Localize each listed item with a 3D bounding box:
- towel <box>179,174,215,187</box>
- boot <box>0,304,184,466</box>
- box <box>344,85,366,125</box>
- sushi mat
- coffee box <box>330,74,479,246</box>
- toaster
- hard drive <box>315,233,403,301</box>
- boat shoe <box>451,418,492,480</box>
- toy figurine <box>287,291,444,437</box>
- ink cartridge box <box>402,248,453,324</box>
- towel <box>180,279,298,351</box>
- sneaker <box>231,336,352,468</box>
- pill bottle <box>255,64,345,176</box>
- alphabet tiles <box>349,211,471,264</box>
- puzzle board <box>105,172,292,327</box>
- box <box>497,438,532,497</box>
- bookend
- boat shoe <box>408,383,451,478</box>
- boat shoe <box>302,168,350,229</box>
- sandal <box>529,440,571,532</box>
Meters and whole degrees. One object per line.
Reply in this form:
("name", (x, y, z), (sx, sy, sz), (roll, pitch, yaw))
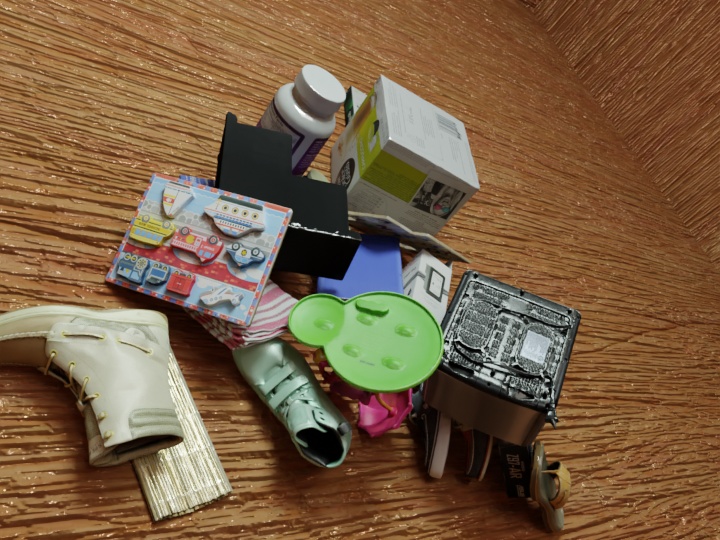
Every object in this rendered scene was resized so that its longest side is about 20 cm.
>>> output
("towel", (-0.168, -0.089, 0.984), (0.197, 0.024, 0.146), (4, 43, -26))
("boot", (-0.283, 0.118, 0.659), (0.197, 0.072, 0.157), (2, 56, -34))
("box", (0.033, -0.309, 1.439), (0.143, 0.036, 0.202), (24, 39, -26))
("sushi mat", (-0.219, 0.171, 0.725), (0.095, 0.012, 0.202), (-5, 58, -48))
("coffee box", (0.072, -0.192, 1.218), (0.198, 0.198, 0.202), (22, 41, -24))
("toaster", (0.190, 0.124, 0.896), (0.178, 0.120, 0.201), (20, 51, 14))
("hard drive", (0.000, 0.000, 1.024), (0.129, 0.026, 0.201), (5, 31, -2))
("boat shoe", (0.165, 0.207, 0.977), (0.061, 0.071, 0.204), (7, 73, -4))
("toy figurine", (0.003, 0.138, 0.858), (0.197, 0.186, 0.151), (14, 48, 12))
("ink cartridge box", (0.084, 0.050, 1.057), (0.067, 0.116, 0.201), (35, 36, -12))
("towel", (-0.172, 0.023, 0.854), (0.199, 0.030, 0.146), (36, 28, 24))
("sneaker", (-0.082, 0.151, 0.787), (0.200, 0.074, 0.118), (46, -3, 0))
("pill bottle", (-0.110, -0.233, 1.077), (0.111, 0.200, 0.113), (26, 39, -23))
("alphabet tiles", (0.071, -0.057, 1.108), (0.199, 0.166, 0.008), (26, 80, -44))
("puzzle board", (-0.197, -0.031, 0.794), (0.197, 0.017, 0.153), (16, 75, 13))
("box", (0.241, 0.222, 1.024), (0.201, 0.043, 0.162), (-75, 154, -52))
("bookend", (-0.109, -0.106, 0.933), (0.195, 0.093, 0.203), (9, 50, -17))
("boat shoe", (0.099, 0.204, 0.966), (0.066, 0.072, 0.203), (5, 57, 4))
("boat shoe", (-0.066, -0.083, 1.071), (0.073, 0.063, 0.203), (30, 26, -39))
("sandal", (0.286, 0.319, 0.963), (0.081, 0.053, 0.202), (-71, 145, -43))
